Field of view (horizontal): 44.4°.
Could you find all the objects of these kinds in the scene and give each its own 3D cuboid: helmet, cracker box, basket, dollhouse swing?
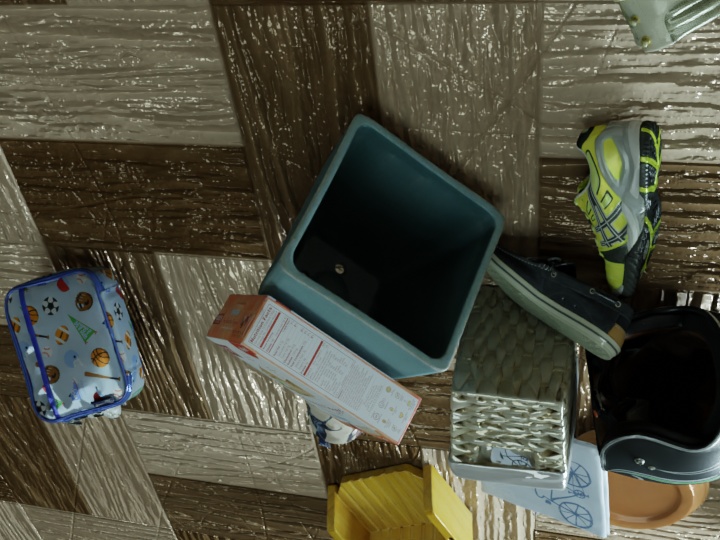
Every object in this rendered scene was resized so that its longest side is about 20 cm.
[{"bbox_3d":[0.344,0.134,0.949,0.187,0.202,0.202,-8,129,13],"label":"helmet"},{"bbox_3d":[-0.051,0.100,0.911,0.199,0.058,0.134,36,166,-19],"label":"cracker box"},{"bbox_3d":[0.175,0.123,0.991,0.133,0.201,0.125,4,128,15],"label":"basket"},{"bbox_3d":[0.047,0.425,1.321,0.198,0.177,0.183,-18,124,32],"label":"dollhouse swing"}]

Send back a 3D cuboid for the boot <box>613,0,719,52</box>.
[{"bbox_3d":[0.201,-0.250,0.732,0.197,0.073,0.155,-15,127,29],"label":"boot"}]

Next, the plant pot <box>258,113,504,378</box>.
[{"bbox_3d":[0.000,0.000,0.947,0.195,0.198,0.200,32,151,-12],"label":"plant pot"}]

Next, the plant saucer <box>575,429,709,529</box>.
[{"bbox_3d":[0.364,0.286,1.183,0.196,0.038,0.203,10,133,11],"label":"plant saucer"}]

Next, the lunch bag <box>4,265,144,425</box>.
[{"bbox_3d":[-0.383,0.102,1.175,0.157,0.076,0.204,-14,94,8],"label":"lunch bag"}]

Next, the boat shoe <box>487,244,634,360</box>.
[{"bbox_3d":[0.204,0.017,0.948,0.199,0.063,0.075,36,173,30],"label":"boat shoe"}]

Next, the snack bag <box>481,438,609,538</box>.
[{"bbox_3d":[0.239,0.271,1.194,0.197,0.021,0.191,13,136,32],"label":"snack bag"}]

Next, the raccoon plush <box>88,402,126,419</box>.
[{"bbox_3d":[-0.399,0.129,1.295,0.133,0.096,0.203,-14,97,45],"label":"raccoon plush"}]

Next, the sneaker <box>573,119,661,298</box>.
[{"bbox_3d":[0.258,-0.063,0.890,0.075,0.076,0.203,12,129,28],"label":"sneaker"}]

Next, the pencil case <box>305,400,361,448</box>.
[{"bbox_3d":[-0.046,0.143,1.165,0.088,0.079,0.202,-7,130,5],"label":"pencil case"}]
